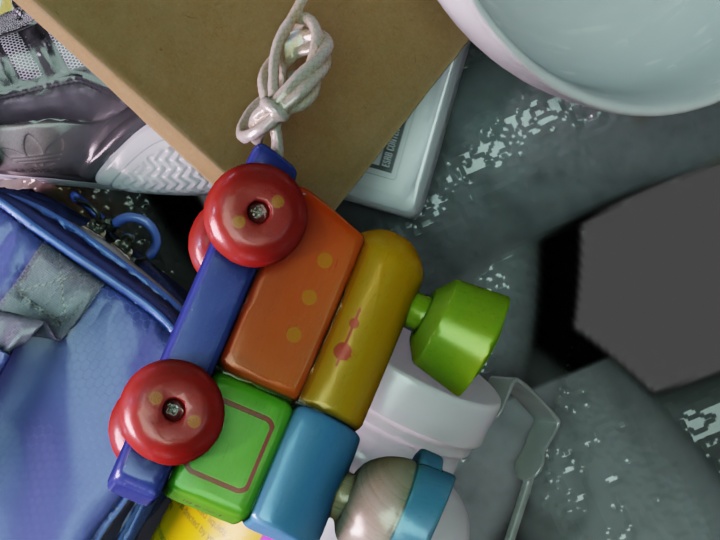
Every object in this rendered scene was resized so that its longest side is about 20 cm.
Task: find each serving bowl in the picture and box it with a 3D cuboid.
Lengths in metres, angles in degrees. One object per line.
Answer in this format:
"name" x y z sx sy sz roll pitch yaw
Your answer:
"serving bowl" 0.085 -0.155 1.061 0.200 0.066 0.200 -3 95 -34

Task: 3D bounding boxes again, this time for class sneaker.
"sneaker" -0.123 -0.089 1.097 0.200 0.075 0.114 5 92 1

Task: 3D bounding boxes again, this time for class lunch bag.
"lunch bag" -0.135 0.060 1.091 0.136 0.132 0.200 34 95 5

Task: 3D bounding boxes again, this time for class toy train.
"toy train" 0.000 0.000 1.003 0.116 0.085 0.200 24 80 -4

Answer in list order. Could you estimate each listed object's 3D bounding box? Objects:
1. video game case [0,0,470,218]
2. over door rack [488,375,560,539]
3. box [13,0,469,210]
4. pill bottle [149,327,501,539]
"video game case" -0.037 -0.140 1.131 0.182 0.023 0.200 16 94 6
"over door rack" 0.100 0.146 1.068 0.148 0.067 0.200 4 79 42
"box" -0.047 -0.132 1.056 0.200 0.021 0.164 42 72 -14
"pill bottle" -0.028 0.116 1.084 0.104 0.104 0.200 29 101 6
